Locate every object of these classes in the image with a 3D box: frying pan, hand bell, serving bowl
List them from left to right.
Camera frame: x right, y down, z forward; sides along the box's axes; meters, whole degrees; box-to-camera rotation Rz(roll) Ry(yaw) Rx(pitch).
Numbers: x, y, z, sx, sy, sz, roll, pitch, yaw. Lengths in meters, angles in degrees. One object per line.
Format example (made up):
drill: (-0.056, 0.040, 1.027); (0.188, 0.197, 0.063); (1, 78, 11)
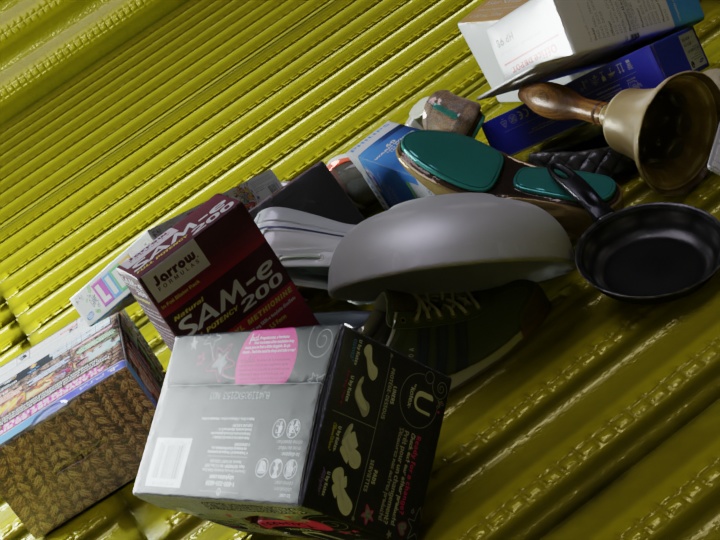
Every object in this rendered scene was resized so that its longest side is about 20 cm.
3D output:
serving bowl: (0.069, -0.022, 1.199); (0.200, 0.066, 0.200); (-6, -7, -1)
hand bell: (0.206, -0.138, 1.304); (0.104, 0.104, 0.200); (-40, 35, -20)
frying pan: (0.193, -0.022, 1.158); (0.190, 0.031, 0.115); (20, 50, 39)

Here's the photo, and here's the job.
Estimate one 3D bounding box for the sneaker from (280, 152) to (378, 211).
sneaker: (-0.034, -0.061, 1.598); (0.200, 0.077, 0.082); (-19, 52, 32)

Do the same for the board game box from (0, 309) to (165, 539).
board game box: (-0.268, 0.133, 1.422); (0.159, 0.097, 0.200); (-32, 21, 0)

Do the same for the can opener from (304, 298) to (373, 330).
can opener: (-0.023, 0.056, 1.333); (0.200, 0.079, 0.063); (-7, -7, 41)

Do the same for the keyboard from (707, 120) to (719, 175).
keyboard: (0.324, -0.122, 1.240); (0.011, 0.056, 0.200); (-53, 4, 39)

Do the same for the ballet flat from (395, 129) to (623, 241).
ballet flat: (0.121, -0.063, 1.266); (0.200, 0.063, 0.069); (17, 47, 20)

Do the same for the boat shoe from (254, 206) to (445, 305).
boat shoe: (0.000, 0.000, 1.314); (0.200, 0.074, 0.067); (9, 61, -3)

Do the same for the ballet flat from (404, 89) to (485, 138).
ballet flat: (0.079, -0.140, 1.483); (0.068, 0.067, 0.200); (-62, -1, -10)

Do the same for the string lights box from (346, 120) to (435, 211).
string lights box: (0.067, -0.075, 1.412); (0.059, 0.103, 0.200); (-38, 22, -10)

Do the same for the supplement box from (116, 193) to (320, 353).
supplement box: (-0.097, 0.050, 1.231); (0.109, 0.200, 0.061); (-39, 23, -16)

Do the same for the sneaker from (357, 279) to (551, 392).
sneaker: (0.050, 0.048, 1.187); (0.200, 0.090, 0.067); (-33, 21, -5)

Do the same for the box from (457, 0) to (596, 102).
box: (0.236, -0.281, 1.627); (0.200, 0.106, 0.152); (-41, 23, -22)

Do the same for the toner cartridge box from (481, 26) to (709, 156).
toner cartridge box: (0.220, -0.165, 1.419); (0.200, 0.043, 0.095); (-22, 2, 41)

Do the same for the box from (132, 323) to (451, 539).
box: (-0.050, 0.121, 1.080); (0.200, 0.115, 0.132); (-7, 64, 49)

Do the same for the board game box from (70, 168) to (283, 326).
board game box: (-0.172, -0.023, 1.453); (0.134, 0.034, 0.200); (-37, -2, 37)

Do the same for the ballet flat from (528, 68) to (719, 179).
ballet flat: (0.244, -0.126, 1.346); (0.200, 0.057, 0.066); (-32, 18, 0)

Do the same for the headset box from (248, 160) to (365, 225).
headset box: (-0.082, -0.020, 1.437); (0.149, 0.077, 0.200); (-36, -1, -12)

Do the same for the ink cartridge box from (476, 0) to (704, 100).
ink cartridge box: (0.202, -0.224, 1.392); (0.200, 0.067, 0.116); (-18, -2, -28)
